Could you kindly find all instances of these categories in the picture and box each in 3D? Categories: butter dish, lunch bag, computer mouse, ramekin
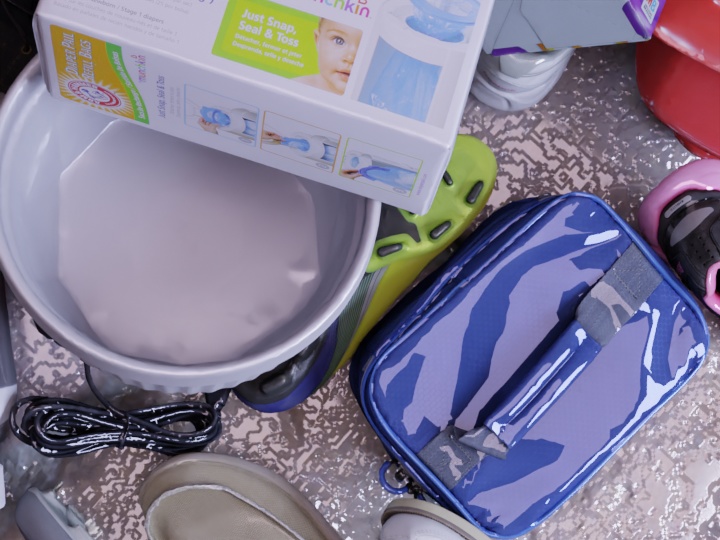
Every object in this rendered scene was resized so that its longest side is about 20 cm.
[{"bbox_3d":[0.228,-0.122,1.048,0.198,0.148,0.201,22,46,-8],"label":"butter dish"},{"bbox_3d":[0.086,0.054,1.027,0.200,0.132,0.136,-45,93,-6],"label":"lunch bag"},{"bbox_3d":[-0.124,0.008,1.032,0.139,0.046,0.202,11,68,-34],"label":"computer mouse"},{"bbox_3d":[-0.092,-0.031,0.948,0.198,0.105,0.202,2,74,-6],"label":"ramekin"}]

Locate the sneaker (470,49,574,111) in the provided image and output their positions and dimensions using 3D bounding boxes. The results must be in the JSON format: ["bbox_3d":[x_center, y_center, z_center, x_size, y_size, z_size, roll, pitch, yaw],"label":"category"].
[{"bbox_3d":[0.130,-0.185,1.053,0.077,0.099,0.201,26,86,-5],"label":"sneaker"}]

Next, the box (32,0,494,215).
[{"bbox_3d":[-0.043,-0.119,0.871,0.198,0.101,0.113,17,73,-1],"label":"box"}]

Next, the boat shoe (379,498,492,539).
[{"bbox_3d":[0.061,0.213,1.009,0.069,0.074,0.201,-55,126,-36],"label":"boat shoe"}]

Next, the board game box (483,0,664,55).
[{"bbox_3d":[0.118,-0.225,0.948,0.105,0.102,0.201,49,54,-38],"label":"board game box"}]

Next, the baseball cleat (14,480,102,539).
[{"bbox_3d":[-0.152,0.223,1.029,0.106,0.070,0.201,-37,92,-6],"label":"baseball cleat"}]

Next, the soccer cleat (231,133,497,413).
[{"bbox_3d":[-0.001,0.000,1.044,0.065,0.084,0.200,44,89,13],"label":"soccer cleat"}]

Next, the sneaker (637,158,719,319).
[{"bbox_3d":[0.239,0.022,1.037,0.199,0.096,0.079,33,110,-32],"label":"sneaker"}]

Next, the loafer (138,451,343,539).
[{"bbox_3d":[-0.041,0.177,1.030,0.199,0.068,0.076,35,112,-7],"label":"loafer"}]

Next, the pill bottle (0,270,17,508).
[{"bbox_3d":[-0.247,0.035,1.001,0.110,0.111,0.202,-6,90,-6],"label":"pill bottle"}]

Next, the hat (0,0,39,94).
[{"bbox_3d":[-0.151,-0.175,0.997,0.198,0.081,0.202,-1,133,-1],"label":"hat"}]
